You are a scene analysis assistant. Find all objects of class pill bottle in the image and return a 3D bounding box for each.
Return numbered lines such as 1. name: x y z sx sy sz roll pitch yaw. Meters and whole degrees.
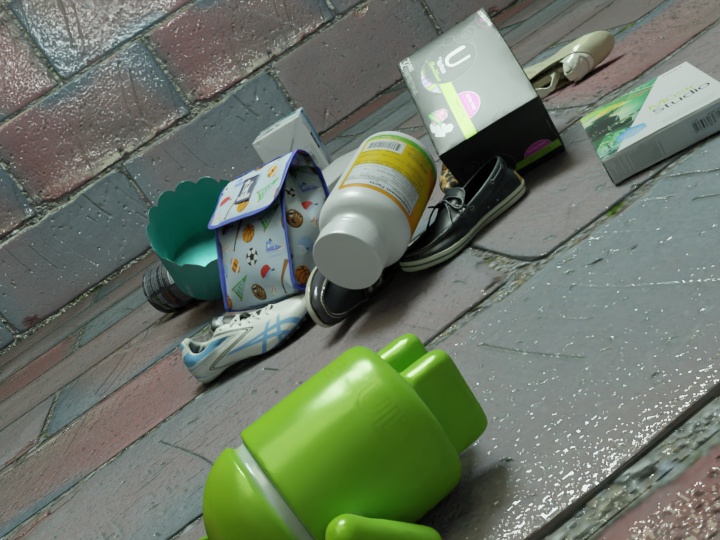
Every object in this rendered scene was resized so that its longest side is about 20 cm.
1. pill bottle: 0.016 -0.072 0.936 0.111 0.111 0.200 -22 28 37
2. pill bottle: -0.340 0.006 1.577 0.200 0.106 0.106 -24 17 28

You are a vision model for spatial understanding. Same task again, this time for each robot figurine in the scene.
1. robot figurine: -0.016 0.131 0.508 0.200 0.116 0.175 -37 24 -14

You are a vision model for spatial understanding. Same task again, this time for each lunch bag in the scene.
1. lunch bag: -0.124 -0.054 1.098 0.170 0.201 0.124 -16 -12 42

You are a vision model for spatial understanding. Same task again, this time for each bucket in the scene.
1. bucket: -0.280 -0.055 1.431 0.206 0.135 0.208 -3 55 4

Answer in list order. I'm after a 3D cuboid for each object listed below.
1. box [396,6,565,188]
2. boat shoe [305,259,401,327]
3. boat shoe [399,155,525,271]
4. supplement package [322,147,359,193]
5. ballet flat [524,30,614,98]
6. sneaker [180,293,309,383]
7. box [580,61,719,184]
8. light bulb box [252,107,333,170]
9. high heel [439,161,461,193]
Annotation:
1. box: 0.162 -0.226 1.065 0.148 0.124 0.200 -30 51 15
2. boat shoe: 0.000 0.000 0.967 0.063 0.073 0.200 -25 12 37
3. boat shoe: 0.119 -0.070 0.958 0.200 0.062 0.075 -39 18 -16
4. supplement package: -0.023 -0.100 1.226 0.120 0.121 0.200 -18 21 43
5. ballet flat: 0.348 -0.343 1.351 0.200 0.070 0.069 -24 18 38
6. sneaker: -0.151 0.080 1.029 0.200 0.073 0.072 -29 14 11
7. box: 0.334 -0.174 0.886 0.144 0.036 0.200 -28 15 18
8. light bulb box: -0.139 -0.252 1.784 0.125 0.199 0.200 -29 17 7
9. high heel: 0.131 -0.200 1.176 0.071 0.143 0.200 -23 18 34
